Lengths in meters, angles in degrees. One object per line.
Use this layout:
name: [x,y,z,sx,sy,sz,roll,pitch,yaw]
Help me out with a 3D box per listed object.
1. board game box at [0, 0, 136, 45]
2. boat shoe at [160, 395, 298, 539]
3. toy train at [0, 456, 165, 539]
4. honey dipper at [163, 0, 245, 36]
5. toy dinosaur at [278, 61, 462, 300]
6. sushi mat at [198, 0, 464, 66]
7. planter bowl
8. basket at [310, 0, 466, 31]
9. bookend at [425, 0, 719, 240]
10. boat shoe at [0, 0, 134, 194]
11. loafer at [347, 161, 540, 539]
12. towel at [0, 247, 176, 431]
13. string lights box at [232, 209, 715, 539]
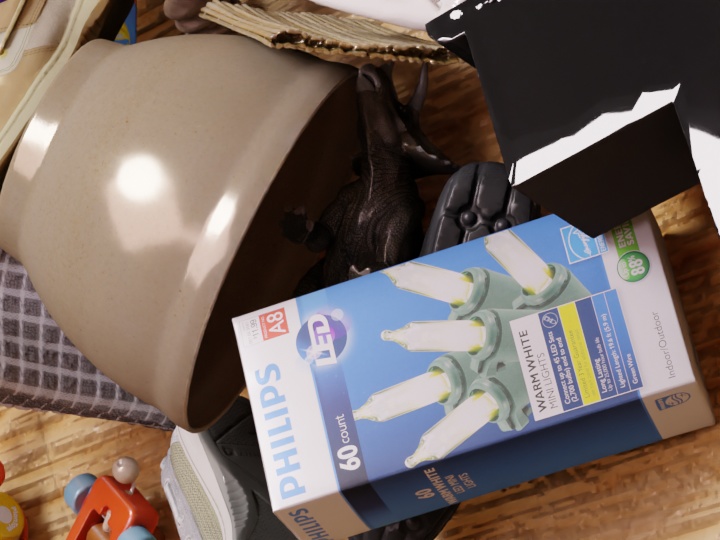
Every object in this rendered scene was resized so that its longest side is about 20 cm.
board game box: [-0.194,-0.116,1.631,0.105,0.103,0.200,35,131,49]
boat shoe: [-0.057,0.150,1.494,0.065,0.074,0.202,-58,40,31]
toy train: [-0.178,0.145,1.649,0.200,0.056,0.150,36,107,44]
honey dipper: [-0.123,-0.187,1.554,0.038,0.200,0.038,-26,36,21]
toy dinosaur: [0.000,0.000,1.442,0.077,0.102,0.200,30,125,24]
sushi mat: [-0.017,-0.118,1.431,0.200,0.095,0.012,-146,63,-74]
planter bowl: [-0.098,-0.036,1.451,0.135,0.200,0.201,25,103,9]
basket: [0.069,-0.208,1.388,0.135,0.123,0.200,19,97,49]
bookend: [0.155,-0.057,1.239,0.198,0.092,0.200,-29,59,23]
boat shoe: [-0.174,-0.108,1.484,0.074,0.066,0.200,102,-168,-59]
loafer: [0.042,0.045,1.408,0.068,0.070,0.201,18,91,6]
towel: [-0.170,-0.005,1.555,0.086,0.200,0.166,6,86,54]
string lights box: [0.051,0.046,1.325,0.200,0.059,0.103,-18,63,9]
